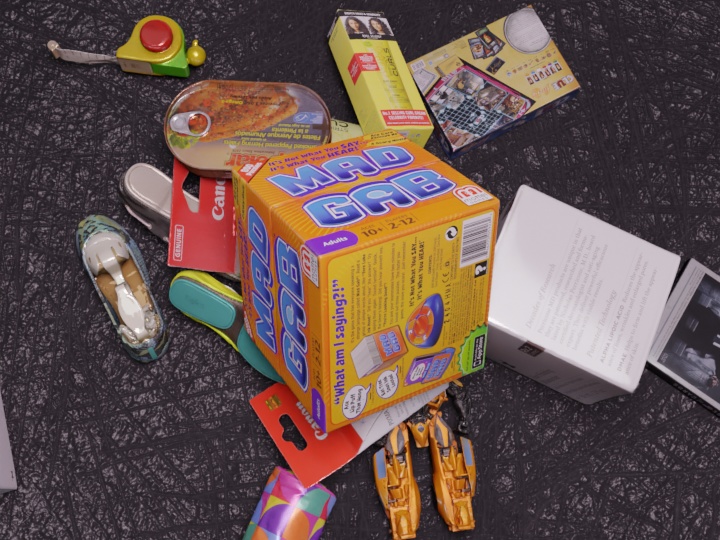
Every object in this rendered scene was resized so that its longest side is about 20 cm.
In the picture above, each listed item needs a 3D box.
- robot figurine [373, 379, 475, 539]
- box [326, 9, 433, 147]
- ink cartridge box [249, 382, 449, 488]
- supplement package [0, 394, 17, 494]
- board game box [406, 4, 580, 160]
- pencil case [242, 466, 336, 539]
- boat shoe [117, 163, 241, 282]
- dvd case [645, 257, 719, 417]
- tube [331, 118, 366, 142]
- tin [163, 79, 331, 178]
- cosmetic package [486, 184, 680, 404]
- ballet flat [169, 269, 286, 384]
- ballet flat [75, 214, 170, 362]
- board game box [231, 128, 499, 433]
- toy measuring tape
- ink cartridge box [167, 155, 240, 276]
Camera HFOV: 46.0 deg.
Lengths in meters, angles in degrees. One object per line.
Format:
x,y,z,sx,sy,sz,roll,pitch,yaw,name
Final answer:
0.071,0.203,0.991,0.142,0.058,0.204,-7,77,-7,robot figurine
0.022,-0.239,1.068,0.074,0.050,0.203,-4,59,-26,box
-0.021,0.128,0.967,0.198,0.048,0.160,-33,43,-12,ink cartridge box
-0.502,0.188,0.908,0.196,0.152,0.153,-15,77,-7,supplement package
0.173,-0.251,1.124,0.197,0.035,0.137,-26,79,-10,board game box
-0.099,0.323,0.941,0.087,0.088,0.203,24,78,2,pencil case
-0.209,-0.054,1.035,0.199,0.057,0.067,39,59,-14,boat shoe
0.461,0.102,1.061,0.198,0.025,0.151,34,77,5,dvd case
-0.036,-0.158,1.049,0.196,0.053,0.058,8,31,-20,tube
-0.130,-0.162,0.993,0.196,0.042,0.114,4,71,4,tin
0.229,0.034,0.990,0.197,0.165,0.167,24,76,3,cosmetic package
-0.137,0.060,1.010,0.198,0.067,0.068,33,107,8,ballet flat
-0.285,0.013,1.011,0.073,0.074,0.202,-30,80,-10,ballet flat
0.000,0.000,0.877,0.197,0.203,0.200,-17,36,-26,board game box
-0.295,-0.294,1.086,0.196,0.074,0.075,7,75,-3,toy measuring tape
-0.138,-0.094,1.025,0.173,0.045,0.204,8,74,-29,ink cartridge box
